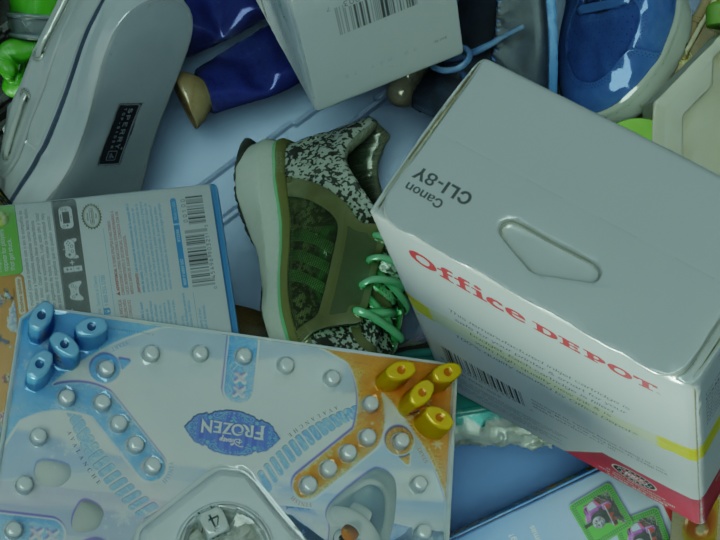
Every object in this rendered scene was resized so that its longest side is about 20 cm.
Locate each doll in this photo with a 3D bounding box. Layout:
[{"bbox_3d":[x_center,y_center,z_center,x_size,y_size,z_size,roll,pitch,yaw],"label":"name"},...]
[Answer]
[{"bbox_3d":[-0.010,-0.144,0.861,0.200,0.048,0.137,-29,78,-6],"label":"doll"}]

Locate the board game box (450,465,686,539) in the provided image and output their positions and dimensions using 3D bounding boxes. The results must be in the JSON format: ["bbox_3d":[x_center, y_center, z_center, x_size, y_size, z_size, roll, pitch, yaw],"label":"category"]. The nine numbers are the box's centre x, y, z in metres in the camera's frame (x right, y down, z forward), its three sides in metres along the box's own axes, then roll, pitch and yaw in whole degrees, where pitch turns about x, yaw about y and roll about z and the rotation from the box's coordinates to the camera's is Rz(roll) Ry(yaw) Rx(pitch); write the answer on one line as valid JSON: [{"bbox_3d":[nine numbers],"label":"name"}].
[{"bbox_3d":[0.118,0.181,0.824,0.200,0.037,0.151,-24,85,-7],"label":"board game box"}]

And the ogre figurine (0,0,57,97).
[{"bbox_3d":[-0.225,-0.185,0.852,0.200,0.098,0.120,34,98,14],"label":"ogre figurine"}]

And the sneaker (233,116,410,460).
[{"bbox_3d":[0.000,0.000,0.797,0.089,0.077,0.200,-29,58,17],"label":"sneaker"}]

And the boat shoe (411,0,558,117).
[{"bbox_3d":[0.059,-0.083,0.818,0.069,0.084,0.200,-2,96,-10],"label":"boat shoe"}]

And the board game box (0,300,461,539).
[{"bbox_3d":[-0.057,0.119,0.695,0.200,0.026,0.200,9,68,-11],"label":"board game box"}]

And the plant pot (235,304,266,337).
[{"bbox_3d":[-0.068,0.116,0.792,0.200,0.027,0.200,-2,93,-38],"label":"plant pot"}]

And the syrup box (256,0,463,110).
[{"bbox_3d":[-0.027,-0.180,0.801,0.079,0.081,0.200,-22,54,-6],"label":"syrup box"}]

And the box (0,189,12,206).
[{"bbox_3d":[-0.270,-0.025,0.818,0.160,0.049,0.200,-41,56,-3],"label":"box"}]

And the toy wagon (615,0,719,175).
[{"bbox_3d":[0.190,-0.050,0.781,0.200,0.040,0.155,0,91,-3],"label":"toy wagon"}]

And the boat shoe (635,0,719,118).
[{"bbox_3d":[0.153,-0.068,0.841,0.069,0.074,0.200,38,89,19],"label":"boat shoe"}]

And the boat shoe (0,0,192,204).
[{"bbox_3d":[-0.149,-0.068,0.840,0.065,0.074,0.200,42,113,31],"label":"boat shoe"}]

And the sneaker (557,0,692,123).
[{"bbox_3d":[0.117,-0.177,0.807,0.077,0.111,0.200,4,70,45],"label":"sneaker"}]

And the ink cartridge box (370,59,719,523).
[{"bbox_3d":[0.100,0.016,0.698,0.145,0.200,0.083,29,76,21],"label":"ink cartridge box"}]

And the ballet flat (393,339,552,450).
[{"bbox_3d":[0.101,0.060,0.827,0.200,0.072,0.072,-2,85,11],"label":"ballet flat"}]

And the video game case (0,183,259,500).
[{"bbox_3d":[-0.153,0.041,0.730,0.200,0.018,0.143,-7,80,-13],"label":"video game case"}]

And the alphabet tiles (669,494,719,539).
[{"bbox_3d":[0.214,0.132,0.750,0.166,0.006,0.200,-7,67,40],"label":"alphabet tiles"}]
